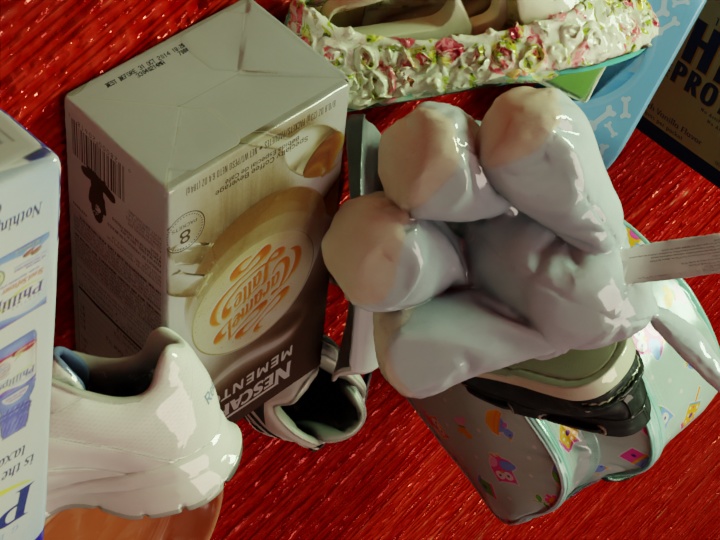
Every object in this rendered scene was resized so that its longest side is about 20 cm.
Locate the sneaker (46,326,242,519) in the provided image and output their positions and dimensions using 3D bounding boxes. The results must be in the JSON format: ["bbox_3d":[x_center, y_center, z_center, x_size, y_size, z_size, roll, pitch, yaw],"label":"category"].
[{"bbox_3d":[-0.157,0.077,0.829,0.198,0.075,0.088,-17,123,-5],"label":"sneaker"}]

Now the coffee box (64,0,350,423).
[{"bbox_3d":[-0.076,-0.014,0.877,0.114,0.080,0.201,-33,149,-30],"label":"coffee box"}]

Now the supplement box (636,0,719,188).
[{"bbox_3d":[0.295,-0.186,1.206,0.200,0.134,0.201,-39,152,-25],"label":"supplement box"}]

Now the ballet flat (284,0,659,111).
[{"bbox_3d":[0.054,-0.122,0.879,0.198,0.076,0.064,-13,125,-10],"label":"ballet flat"}]

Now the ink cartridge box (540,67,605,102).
[{"bbox_3d":[0.139,-0.201,0.959,0.201,0.059,0.104,-60,-168,19],"label":"ink cartridge box"}]

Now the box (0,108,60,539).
[{"bbox_3d":[-0.197,0.008,0.588,0.105,0.183,0.201,-32,149,-37],"label":"box"}]

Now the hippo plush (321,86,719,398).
[{"bbox_3d":[0.081,-0.041,0.904,0.161,0.197,0.161,-88,175,-60],"label":"hippo plush"}]

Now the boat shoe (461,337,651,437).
[{"bbox_3d":[0.092,0.048,1.020,0.075,0.198,0.066,-52,124,-20],"label":"boat shoe"}]

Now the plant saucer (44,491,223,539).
[{"bbox_3d":[-0.161,0.172,1.034,0.200,0.032,0.201,-38,151,-25],"label":"plant saucer"}]

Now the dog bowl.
[{"bbox_3d":[0.157,-0.143,1.063,0.112,0.049,0.201,-81,-164,-61],"label":"dog bowl"}]

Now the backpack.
[{"bbox_3d":[0.125,0.060,1.145,0.153,0.177,0.200,-36,180,-35],"label":"backpack"}]

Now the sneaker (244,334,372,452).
[{"bbox_3d":[-0.030,0.078,1.068,0.074,0.088,0.200,-52,156,-1],"label":"sneaker"}]

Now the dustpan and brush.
[{"bbox_3d":[0.000,0.000,1.029,0.200,0.057,0.141,31,61,-71],"label":"dustpan and brush"}]
